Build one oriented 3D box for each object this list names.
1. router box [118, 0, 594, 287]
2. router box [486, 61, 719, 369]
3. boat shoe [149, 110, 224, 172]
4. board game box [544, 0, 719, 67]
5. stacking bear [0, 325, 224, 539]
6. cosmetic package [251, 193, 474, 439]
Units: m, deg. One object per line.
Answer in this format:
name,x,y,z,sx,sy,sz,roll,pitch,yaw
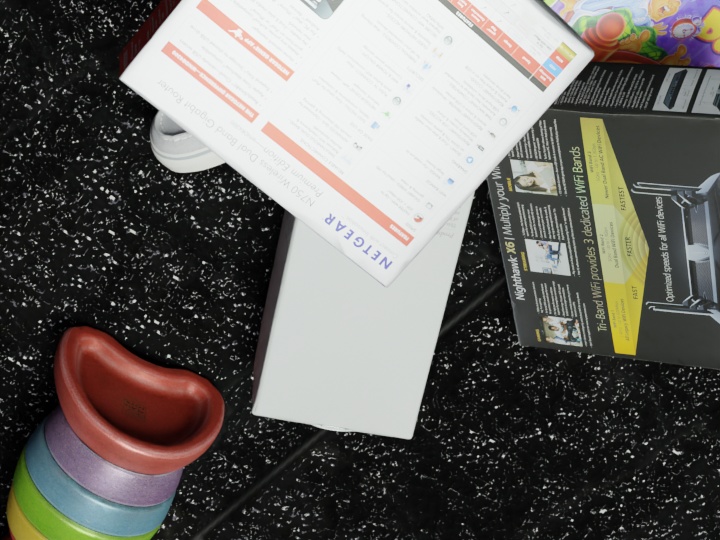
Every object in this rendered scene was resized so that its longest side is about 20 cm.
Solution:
router box,-0.003,-0.120,0.908,0.199,0.049,0.180,38,103,-21
router box,0.164,-0.032,1.015,0.156,0.052,0.201,6,134,24
boat shoe,-0.054,-0.138,0.985,0.199,0.072,0.068,-33,145,11
board game box,0.192,-0.124,1.037,0.134,0.045,0.200,-43,111,15
stacking bear,-0.190,0.160,1.112,0.120,0.114,0.201,25,116,-15
cosmetic package,0.000,0.000,1.063,0.112,0.081,0.202,11,115,-9
